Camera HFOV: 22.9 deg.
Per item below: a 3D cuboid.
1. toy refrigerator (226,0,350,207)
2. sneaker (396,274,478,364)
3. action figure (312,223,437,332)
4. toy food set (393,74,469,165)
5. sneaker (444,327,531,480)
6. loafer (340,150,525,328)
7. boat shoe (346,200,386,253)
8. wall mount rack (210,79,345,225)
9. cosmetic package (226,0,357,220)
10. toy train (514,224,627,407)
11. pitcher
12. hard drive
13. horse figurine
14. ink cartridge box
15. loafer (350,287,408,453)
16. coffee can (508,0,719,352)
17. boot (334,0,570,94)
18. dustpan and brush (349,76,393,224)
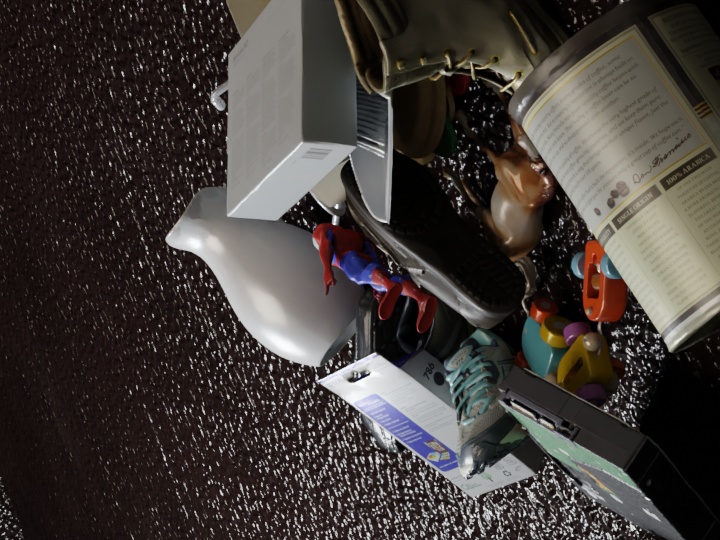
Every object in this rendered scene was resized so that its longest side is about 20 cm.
[{"bbox_3d":[-0.046,-0.166,1.599,0.201,0.070,0.076,68,-169,22],"label":"toy refrigerator"},{"bbox_3d":[0.073,0.069,1.638,0.074,0.081,0.201,30,138,49],"label":"sneaker"},{"bbox_3d":[0.000,0.000,1.584,0.200,0.065,0.052,46,117,58],"label":"action figure"},{"bbox_3d":[0.034,-0.187,1.498,0.198,0.048,0.201,159,94,-71],"label":"toy food set"},{"bbox_3d":[0.100,0.109,1.515,0.086,0.077,0.200,53,-164,-7],"label":"sneaker"},{"bbox_3d":[0.052,-0.020,1.492,0.200,0.073,0.071,48,151,22],"label":"loafer"},{"bbox_3d":[0.004,-0.102,1.657,0.067,0.057,0.200,-38,79,23],"label":"boat shoe"},{"bbox_3d":[-0.065,-0.105,1.716,0.174,0.074,0.201,35,-152,-51],"label":"wall mount rack"},{"bbox_3d":[-0.059,-0.142,1.457,0.200,0.051,0.152,145,125,-64],"label":"cosmetic package"},{"bbox_3d":[0.184,0.037,1.449,0.200,0.055,0.151,167,104,-73],"label":"toy train"},{"bbox_3d":[-0.080,-0.003,1.826,0.200,0.171,0.121,41,115,9],"label":"pitcher"},{"bbox_3d":[0.202,0.156,1.414,0.139,0.038,0.200,28,168,41],"label":"hard drive"},{"bbox_3d":[0.117,-0.065,1.478,0.133,0.050,0.200,55,150,32],"label":"horse figurine"},{"bbox_3d":[0.066,0.130,1.626,0.200,0.039,0.099,38,144,-20],"label":"ink cartridge box"},{"bbox_3d":[0.017,0.097,1.779,0.070,0.068,0.201,27,140,37],"label":"loafer"},{"bbox_3d":[0.213,-0.067,1.190,0.200,0.146,0.146,58,153,12],"label":"coffee can"},{"bbox_3d":[0.079,-0.157,1.344,0.201,0.154,0.072,61,153,5],"label":"boot"},{"bbox_3d":[-0.004,-0.153,1.460,0.140,0.057,0.201,91,179,-46],"label":"dustpan and brush"}]
